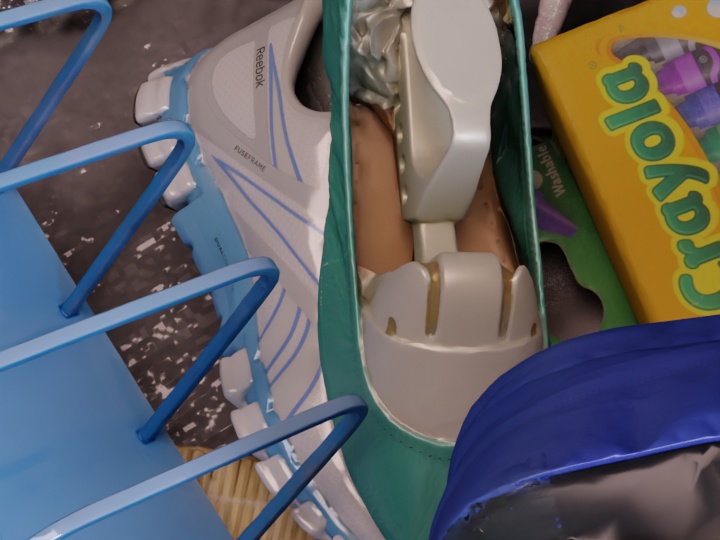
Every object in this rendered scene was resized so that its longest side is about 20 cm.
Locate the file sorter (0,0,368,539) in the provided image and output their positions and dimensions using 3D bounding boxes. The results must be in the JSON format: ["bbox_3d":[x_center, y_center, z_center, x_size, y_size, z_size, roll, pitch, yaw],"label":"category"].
[{"bbox_3d":[-0.087,0.042,0.807,0.138,0.123,0.200,-21,71,-40],"label":"file sorter"}]

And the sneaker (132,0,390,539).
[{"bbox_3d":[0.000,0.000,0.885,0.087,0.075,0.201,-37,64,27],"label":"sneaker"}]

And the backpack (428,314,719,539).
[{"bbox_3d":[0.117,0.085,0.724,0.199,0.168,0.163,-13,103,7],"label":"backpack"}]

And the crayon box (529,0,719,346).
[{"bbox_3d":[0.134,-0.029,0.842,0.199,0.052,0.126,-22,56,1],"label":"crayon box"}]

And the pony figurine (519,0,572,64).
[{"bbox_3d":[0.106,-0.165,0.925,0.199,0.167,0.194,-11,73,-12],"label":"pony figurine"}]

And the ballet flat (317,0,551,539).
[{"bbox_3d":[0.020,-0.013,0.827,0.067,0.070,0.201,-4,78,-7],"label":"ballet flat"}]

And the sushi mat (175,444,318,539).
[{"bbox_3d":[-0.064,0.145,0.874,0.095,0.012,0.201,13,70,-2],"label":"sushi mat"}]

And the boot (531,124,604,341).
[{"bbox_3d":[0.131,0.035,0.875,0.173,0.069,0.201,-10,59,8],"label":"boot"}]
